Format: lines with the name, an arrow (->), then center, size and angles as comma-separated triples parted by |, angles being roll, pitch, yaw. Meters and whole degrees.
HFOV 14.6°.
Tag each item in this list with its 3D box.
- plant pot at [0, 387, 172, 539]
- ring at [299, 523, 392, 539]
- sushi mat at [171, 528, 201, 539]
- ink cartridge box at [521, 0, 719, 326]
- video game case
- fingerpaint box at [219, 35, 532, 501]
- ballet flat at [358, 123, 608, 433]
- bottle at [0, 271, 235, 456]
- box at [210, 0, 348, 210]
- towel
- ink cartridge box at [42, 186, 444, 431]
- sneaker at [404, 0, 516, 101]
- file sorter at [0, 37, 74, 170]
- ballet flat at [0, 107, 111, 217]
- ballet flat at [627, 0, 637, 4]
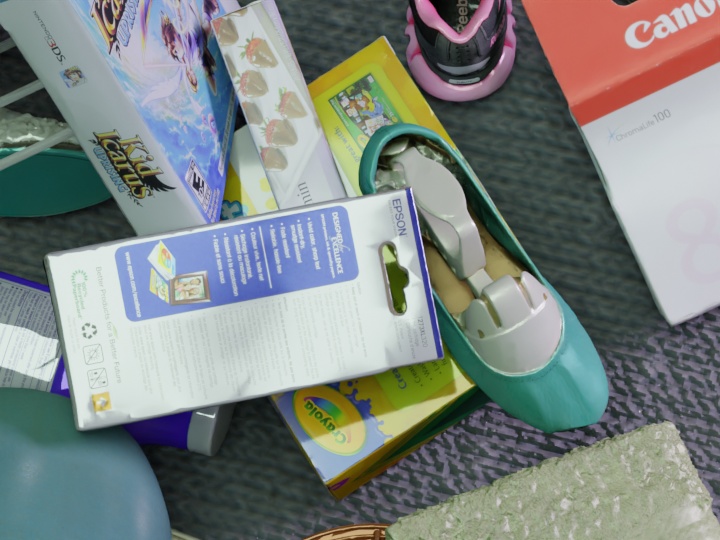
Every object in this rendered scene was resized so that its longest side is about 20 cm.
plant pot -> -0.189, 0.163, 1.518 | 0.199, 0.201, 0.162 | 5, 54, 8
ring -> 0.005, 0.240, 1.552 | 0.199, 0.019, 0.202 | -1, 80, 6
sushi mat -> -0.048, 0.219, 1.579 | 0.199, 0.012, 0.096 | 20, 80, 10
ink cartridge box -> 0.202, -0.093, 1.567 | 0.162, 0.057, 0.201 | -25, 102, 1
video game case -> -0.126, -0.139, 1.534 | 0.045, 0.182, 0.201 | -19, 36, 19
fingerpaint box -> 0.000, 0.000, 1.589 | 0.166, 0.073, 0.201 | -33, 76, -2
ballet flat -> 0.061, 0.003, 1.508 | 0.067, 0.070, 0.201 | -35, 77, -3
bottle -> -0.170, 0.054, 1.601 | 0.199, 0.065, 0.084 | 16, 81, 9
box -> -0.031, -0.051, 1.545 | 0.038, 0.041, 0.201 | -21, 75, 1
towel -> 0.114, 0.175, 1.538 | 0.199, 0.037, 0.149 | -22, 74, -15
ink cartridge box -> -0.062, 0.020, 1.482 | 0.199, 0.037, 0.095 | -11, 87, -4
sneaker -> 0.050, -0.204, 1.616 | 0.078, 0.095, 0.201 | -10, 76, 6
file sorter -> -0.221, -0.169, 1.577 | 0.138, 0.125, 0.201 | -23, 46, 23
ballet flat -> -0.235, -0.065, 1.636 | 0.198, 0.072, 0.072 | -9, 77, 4
ballet flat -> 0.164, -0.198, 1.615 | 0.072, 0.072, 0.200 | -43, 77, -4
